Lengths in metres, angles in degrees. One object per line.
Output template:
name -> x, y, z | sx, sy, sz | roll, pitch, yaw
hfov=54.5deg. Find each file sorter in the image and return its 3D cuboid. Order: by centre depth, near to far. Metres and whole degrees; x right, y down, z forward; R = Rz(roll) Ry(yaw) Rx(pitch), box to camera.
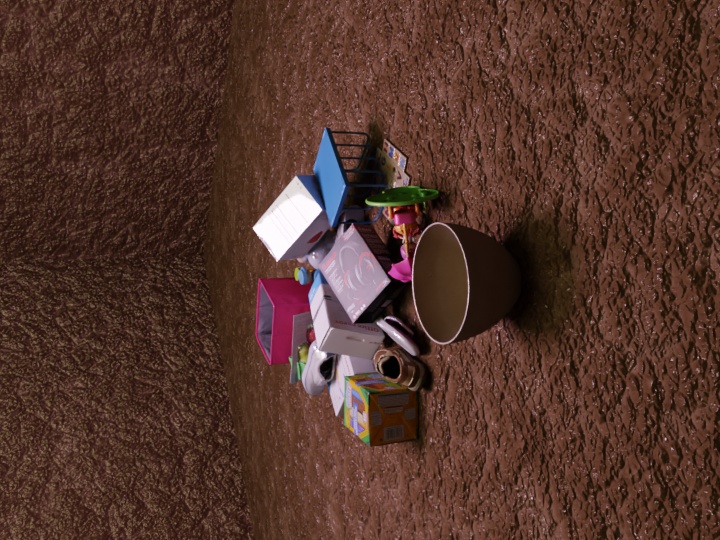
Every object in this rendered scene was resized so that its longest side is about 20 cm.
file sorter -> -0.023, -0.226, 1.694 | 0.139, 0.122, 0.200 | 112, 149, -47

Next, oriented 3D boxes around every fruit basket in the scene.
fruit basket -> -0.129, 0.204, 1.963 | 0.094, 0.185, 0.201 | 8, 104, 42

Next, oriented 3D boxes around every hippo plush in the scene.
hippo plush -> -0.102, -0.071, 1.951 | 0.161, 0.200, 0.159 | 40, 162, 32

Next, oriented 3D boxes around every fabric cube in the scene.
fabric cube -> -0.192, 0.145, 2.086 | 0.196, 0.199, 0.201 | -133, 45, -58

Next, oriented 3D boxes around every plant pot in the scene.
plant pot -> 0.189, 0.020, 1.173 | 0.200, 0.134, 0.201 | 178, 90, -69

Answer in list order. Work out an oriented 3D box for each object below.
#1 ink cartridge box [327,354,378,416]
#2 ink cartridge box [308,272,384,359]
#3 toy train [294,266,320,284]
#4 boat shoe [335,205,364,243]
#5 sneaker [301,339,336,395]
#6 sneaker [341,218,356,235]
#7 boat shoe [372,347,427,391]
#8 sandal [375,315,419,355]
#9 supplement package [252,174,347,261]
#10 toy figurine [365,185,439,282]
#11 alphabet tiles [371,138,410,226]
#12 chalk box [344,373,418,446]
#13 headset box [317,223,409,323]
ink cartridge box -> -0.021, 0.262, 1.812 | 0.200, 0.084, 0.145 | 111, 149, -44
ink cartridge box -> -0.037, 0.110, 1.702 | 0.200, 0.146, 0.086 | -104, 34, -49
toy train -> -0.142, 0.010, 2.055 | 0.200, 0.115, 0.085 | -166, 75, -68
boat shoe -> -0.030, -0.067, 1.812 | 0.065, 0.073, 0.201 | 159, 126, -72
sneaker -> -0.106, 0.268, 1.823 | 0.071, 0.073, 0.200 | 50, 146, 38
sneaker -> 0.018, -0.053, 1.712 | 0.112, 0.073, 0.200 | -44, 58, 56
boat shoe -> 0.074, 0.209, 1.555 | 0.200, 0.074, 0.076 | 13, 85, 65
sandal -> 0.085, 0.130, 1.565 | 0.050, 0.082, 0.203 | -48, 23, -4
supplement package -> -0.156, -0.135, 1.802 | 0.200, 0.121, 0.120 | -46, 74, 28
toy figurine -> 0.094, -0.070, 1.453 | 0.200, 0.150, 0.185 | -88, -9, -75
alphabet tiles -> 0.069, -0.207, 1.637 | 0.200, 0.006, 0.167 | -125, 37, -54
chalk box -> 0.036, 0.309, 1.614 | 0.200, 0.124, 0.124 | -163, 72, -66
headset box -> 0.000, 0.000, 1.612 | 0.149, 0.075, 0.200 | -48, 58, 28
